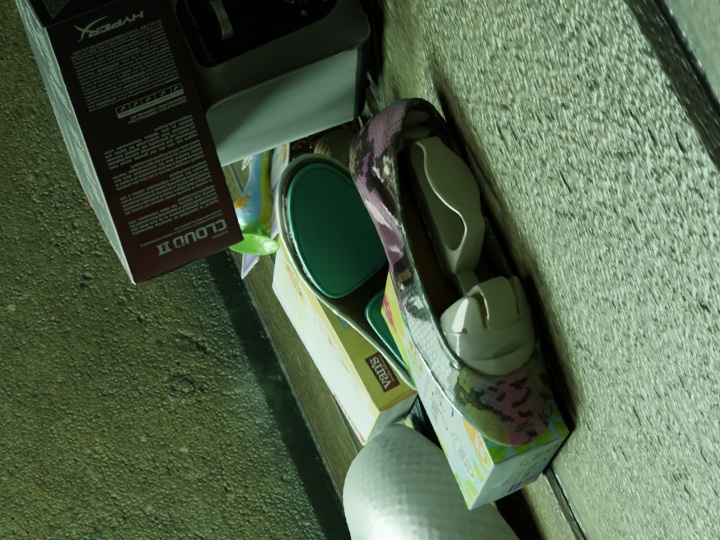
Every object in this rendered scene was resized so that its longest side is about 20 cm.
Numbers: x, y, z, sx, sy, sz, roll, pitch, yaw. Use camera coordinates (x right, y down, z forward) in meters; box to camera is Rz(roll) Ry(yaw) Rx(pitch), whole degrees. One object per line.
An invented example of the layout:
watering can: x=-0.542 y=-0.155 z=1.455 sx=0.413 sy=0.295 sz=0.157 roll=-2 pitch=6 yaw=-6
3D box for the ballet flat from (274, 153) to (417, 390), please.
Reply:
ballet flat: x=0.000 y=0.000 z=1.517 sx=0.200 sy=0.069 sz=0.069 roll=52 pitch=-178 yaw=-27

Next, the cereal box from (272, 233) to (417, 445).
cereal box: x=-0.013 y=0.045 z=1.673 sx=0.144 sy=0.040 sz=0.200 roll=60 pitch=172 yaw=7

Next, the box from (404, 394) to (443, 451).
box: x=0.034 y=0.047 z=1.683 sx=0.137 sy=0.038 sz=0.200 roll=-121 pitch=10 yaw=-48

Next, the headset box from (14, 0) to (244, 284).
headset box: x=-0.142 y=-0.101 z=1.386 sx=0.149 sy=0.077 sz=0.200 roll=-124 pitch=14 yaw=-55

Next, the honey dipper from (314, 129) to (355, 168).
honey dipper: x=0.012 y=-0.060 z=1.542 sx=0.200 sy=0.038 sz=0.038 roll=-143 pitch=31 yaw=-70

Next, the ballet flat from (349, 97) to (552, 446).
ballet flat: x=0.054 y=-0.002 z=1.259 sx=0.200 sy=0.069 sz=0.071 roll=67 pitch=155 yaw=12

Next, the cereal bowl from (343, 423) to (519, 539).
cereal bowl: x=0.053 y=0.211 z=1.670 sx=0.200 sy=0.083 sz=0.200 roll=49 pitch=167 yaw=15

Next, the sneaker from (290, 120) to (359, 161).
sneaker: x=-0.038 y=-0.082 z=1.705 sx=0.090 sy=0.067 sz=0.200 roll=55 pitch=171 yaw=41

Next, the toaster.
toaster: x=-0.074 y=-0.176 z=1.451 sx=0.200 sy=0.119 sz=0.181 roll=96 pitch=152 yaw=-78

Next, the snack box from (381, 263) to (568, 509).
snack box: x=0.064 y=0.058 z=1.387 sx=0.200 sy=0.053 sz=0.142 roll=94 pitch=152 yaw=-77

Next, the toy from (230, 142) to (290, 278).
toy: x=-0.076 y=-0.108 z=1.579 sx=0.115 sy=0.047 sz=0.200 roll=132 pitch=140 yaw=-63
